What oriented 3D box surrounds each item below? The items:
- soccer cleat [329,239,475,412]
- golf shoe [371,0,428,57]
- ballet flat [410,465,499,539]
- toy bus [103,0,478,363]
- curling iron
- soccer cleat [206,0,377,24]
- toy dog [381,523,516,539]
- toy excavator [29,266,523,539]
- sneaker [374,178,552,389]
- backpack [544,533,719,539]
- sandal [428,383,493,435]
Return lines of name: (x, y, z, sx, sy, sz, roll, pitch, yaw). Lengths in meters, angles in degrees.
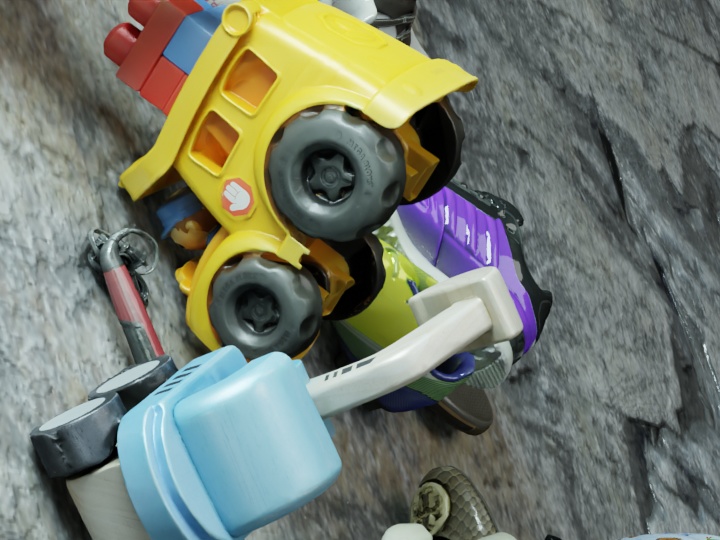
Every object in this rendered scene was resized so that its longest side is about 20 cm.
soccer cleat: (0.000, 0.000, 1.507, 0.200, 0.084, 0.065, 57, 27, -26)
golf shoe: (0.014, -0.176, 1.670, 0.200, 0.094, 0.078, 42, 34, -49)
ballet flat: (0.060, 0.215, 1.505, 0.046, 0.067, 0.200, -1, 72, -31)
toy bus: (-0.063, -0.061, 1.362, 0.192, 0.200, 0.136, 34, 22, 8)
curling iron: (-0.095, 0.067, 1.319, 0.050, 0.026, 0.200, -29, 98, -63)
soccer cleat: (-0.061, -0.179, 1.517, 0.200, 0.086, 0.070, 19, 54, -60)
toy dog: (0.028, 0.227, 1.356, 0.200, 0.140, 0.194, 40, 73, -51)
toy excavator: (-0.031, 0.071, 1.236, 0.100, 0.200, 0.194, 67, 24, -7)
sneaker: (0.047, -0.028, 1.577, 0.100, 0.070, 0.200, -40, 95, -36)
backpack: (0.169, 0.246, 1.539, 0.154, 0.190, 0.200, -5, 75, -49)
sandal: (0.046, 0.012, 1.630, 0.082, 0.055, 0.200, -18, 87, -66)
